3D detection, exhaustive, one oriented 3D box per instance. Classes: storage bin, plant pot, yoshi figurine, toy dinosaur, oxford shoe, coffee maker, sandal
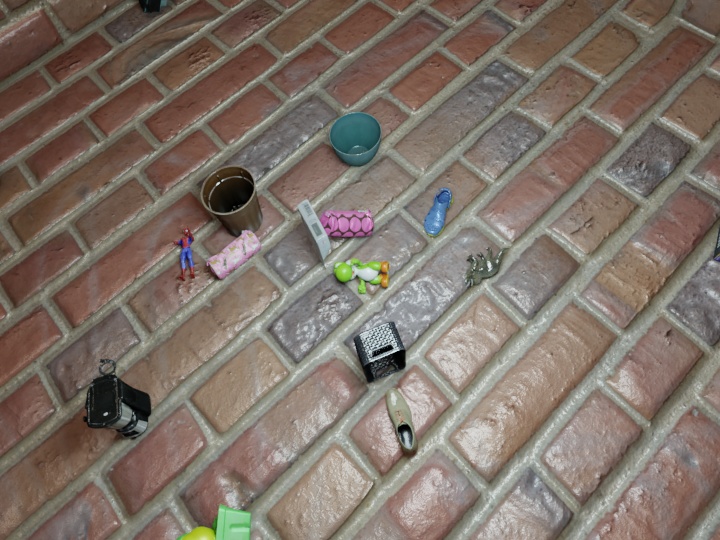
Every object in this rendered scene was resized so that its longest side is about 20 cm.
[{"bbox_3d":[0.060,0.250,1.597,0.132,0.201,0.095,-20,62,-5],"label":"storage bin"},{"bbox_3d":[-0.445,-0.232,1.891,0.194,0.200,0.205,-2,62,5],"label":"plant pot"},{"bbox_3d":[-0.003,0.011,1.779,0.194,0.112,0.116,5,70,11],"label":"yoshi figurine"},{"bbox_3d":[0.417,-0.014,1.776,0.195,0.077,0.104,-21,75,-10],"label":"toy dinosaur"},{"bbox_3d":[0.125,0.441,1.567,0.069,0.075,0.204,-20,63,-4],"label":"oxford shoe"},{"bbox_3d":[-0.014,-0.476,2.003,0.194,0.136,0.205,-2,63,4],"label":"plant pot"},{"bbox_3d":[-0.727,0.397,1.607,0.131,0.201,0.197,8,66,7],"label":"coffee maker"},{"bbox_3d":[0.277,-0.217,1.873,0.077,0.088,0.204,16,68,11],"label":"sandal"}]

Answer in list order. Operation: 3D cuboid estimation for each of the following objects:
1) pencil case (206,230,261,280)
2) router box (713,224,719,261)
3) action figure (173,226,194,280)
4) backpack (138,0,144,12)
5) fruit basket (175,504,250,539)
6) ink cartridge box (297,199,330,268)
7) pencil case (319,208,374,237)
[{"bbox_3d":[-0.449,-0.056,1.870,0.199,0.083,0.086,-41,67,-13],"label":"pencil case"},{"bbox_3d":[1.269,-0.101,1.731,0.154,0.053,0.203,21,67,15],"label":"router box"},{"bbox_3d":[-0.635,-0.078,1.895,0.063,0.100,0.204,-11,60,-1],"label":"action figure"},{"bbox_3d":[-1.010,-1.365,2.509,0.152,0.176,0.202,-31,81,-33],"label":"backpack"},{"bbox_3d":[-0.398,0.748,1.422,0.209,0.156,0.221,5,62,-9],"label":"fruit basket"},{"bbox_3d":[-0.150,-0.120,1.801,0.056,0.201,0.165,-28,63,-4],"label":"ink cartridge box"},{"bbox_3d":[-0.047,-0.167,1.833,0.196,0.096,0.091,-6,37,-38],"label":"pencil case"}]
